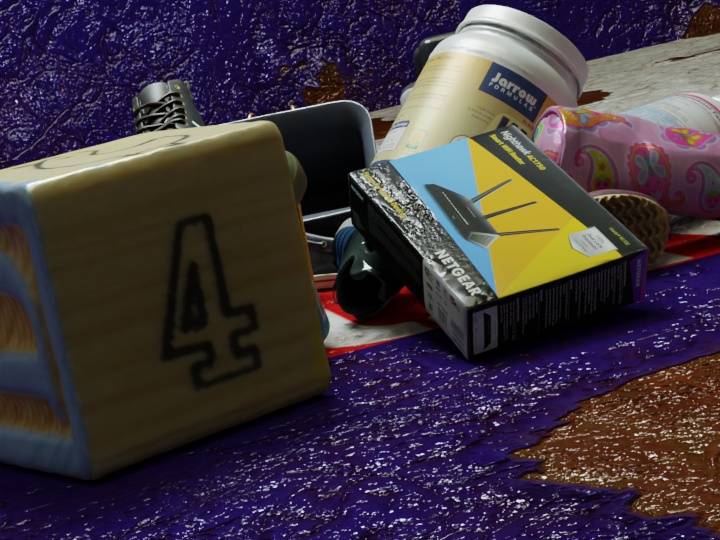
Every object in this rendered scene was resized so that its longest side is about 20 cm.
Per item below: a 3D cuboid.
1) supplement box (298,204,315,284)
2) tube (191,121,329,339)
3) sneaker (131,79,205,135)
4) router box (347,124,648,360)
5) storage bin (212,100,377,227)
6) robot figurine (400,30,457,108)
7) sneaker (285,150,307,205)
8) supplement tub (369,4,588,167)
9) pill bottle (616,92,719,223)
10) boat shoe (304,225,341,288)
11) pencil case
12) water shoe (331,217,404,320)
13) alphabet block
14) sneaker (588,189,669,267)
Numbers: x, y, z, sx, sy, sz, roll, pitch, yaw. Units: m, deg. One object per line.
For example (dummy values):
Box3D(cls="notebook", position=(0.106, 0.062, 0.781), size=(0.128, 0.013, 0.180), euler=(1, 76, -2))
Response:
Box3D(cls="supplement box", position=(-0.125, 0.002, 1.570), size=(0.130, 0.104, 0.200), euler=(-9, 10, 11))
Box3D(cls="tube", position=(-0.072, -0.022, 1.358), size=(0.077, 0.201, 0.050), euler=(26, 57, 40))
Box3D(cls="sneaker", position=(-0.167, -0.110, 1.513), size=(0.074, 0.107, 0.200), euler=(-24, -6, 2))
Box3D(cls="router box", position=(0.098, -0.026, 1.347), size=(0.148, 0.051, 0.200), euler=(-18, 38, -19))
Box3D(cls="storage bin", position=(-0.073, -0.075, 1.797), size=(0.198, 0.147, 0.135), euler=(-11, -29, 4))
Box3D(cls="robot figurine", position=(0.111, -0.129, 1.749), size=(0.124, 0.202, 0.150), euler=(-16, -3, 32))
Box3D(cls="sneaker", position=(-0.137, -0.045, 1.419), size=(0.199, 0.090, 0.067), euler=(-33, 53, -6))
Box3D(cls="supplement tub", position=(0.102, -0.114, 1.575), size=(0.144, 0.144, 0.201), euler=(2, 60, 57))
Box3D(cls="pill bottle", position=(0.279, -0.100, 1.648), size=(0.108, 0.110, 0.199), euler=(-2, 13, 45))
Box3D(cls="boat shoe", position=(0.026, -0.025, 1.672), size=(0.198, 0.063, 0.075), euler=(-7, 8, 21))
Box3D(cls="pencil case", position=(0.240, -0.083, 1.501), size=(0.198, 0.088, 0.087), euler=(7, 4, -15))
Box3D(cls="water shoe", position=(0.000, 0.000, 1.504), size=(0.079, 0.071, 0.200), euler=(-52, 1, -16))
Box3D(cls="alphabet block", position=(-0.166, 0.015, 1.256), size=(0.199, 0.198, 0.195), euler=(-18, 13, -36))
Box3D(cls="sneaker", position=(0.147, -0.023, 1.458), size=(0.198, 0.076, 0.090), euler=(-13, 14, -14))
